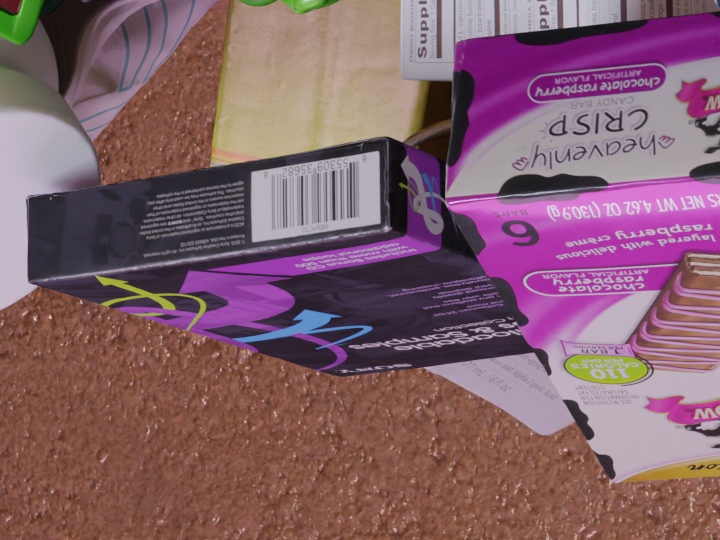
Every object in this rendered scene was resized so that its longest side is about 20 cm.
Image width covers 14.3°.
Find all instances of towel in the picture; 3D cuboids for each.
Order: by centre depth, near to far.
[{"bbox_3d":[-0.015,-0.065,1.165,0.086,0.201,0.018,12,-136,2],"label":"towel"}]

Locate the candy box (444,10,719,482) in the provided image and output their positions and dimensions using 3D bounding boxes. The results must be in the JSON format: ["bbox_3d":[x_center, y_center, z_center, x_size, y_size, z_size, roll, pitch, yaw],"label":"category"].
[{"bbox_3d":[0.119,-0.002,0.896,0.136,0.061,0.200,-5,151,19],"label":"candy box"}]

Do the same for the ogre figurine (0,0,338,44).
[{"bbox_3d":[-0.089,-0.122,0.938,0.119,0.098,0.200,0,-142,-24],"label":"ogre figurine"}]

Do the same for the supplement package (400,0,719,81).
[{"bbox_3d":[0.119,-0.116,0.958,0.113,0.110,0.199,-2,-175,-44],"label":"supplement package"}]

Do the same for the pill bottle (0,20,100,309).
[{"bbox_3d":[-0.177,-0.079,1.014,0.116,0.117,0.200,-2,-139,-39],"label":"pill bottle"}]

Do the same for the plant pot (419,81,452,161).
[{"bbox_3d":[0.075,-0.104,1.314,0.199,0.197,0.194,-5,-178,9],"label":"plant pot"}]

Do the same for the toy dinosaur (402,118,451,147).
[{"bbox_3d":[0.088,-0.046,0.998,0.199,0.059,0.101,5,168,-20],"label":"toy dinosaur"}]

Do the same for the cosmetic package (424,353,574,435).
[{"bbox_3d":[0.122,-0.022,1.165,0.199,0.081,0.113,-29,149,22],"label":"cosmetic package"}]

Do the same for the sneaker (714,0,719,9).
[{"bbox_3d":[0.077,-0.105,0.788,0.199,0.109,0.070,1,174,20],"label":"sneaker"}]

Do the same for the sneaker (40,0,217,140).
[{"bbox_3d":[-0.109,-0.099,1.149,0.070,0.200,0.080,38,151,14],"label":"sneaker"}]

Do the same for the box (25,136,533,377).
[{"bbox_3d":[0.000,0.000,0.993,0.142,0.036,0.200,-8,166,31],"label":"box"}]
